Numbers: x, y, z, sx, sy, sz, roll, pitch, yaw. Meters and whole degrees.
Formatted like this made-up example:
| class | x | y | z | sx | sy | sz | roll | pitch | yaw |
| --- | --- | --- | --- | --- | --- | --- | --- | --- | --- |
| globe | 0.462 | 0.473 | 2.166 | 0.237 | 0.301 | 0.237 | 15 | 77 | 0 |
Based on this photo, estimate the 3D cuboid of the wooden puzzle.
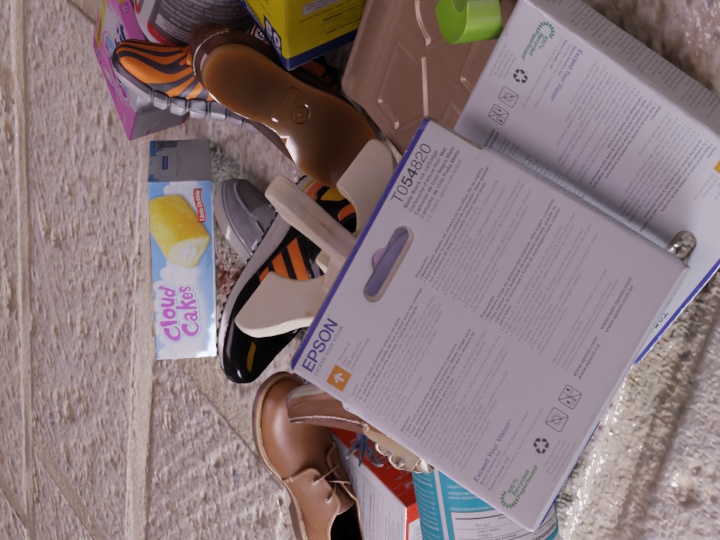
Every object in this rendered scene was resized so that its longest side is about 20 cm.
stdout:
| class | x | y | z | sx | sy | sz | roll | pitch | yaw |
| --- | --- | --- | --- | --- | --- | --- | --- | --- | --- |
| wooden puzzle | 0.078 | -0.142 | 0.962 | 0.200 | 0.046 | 0.186 | 50 | 141 | 25 |

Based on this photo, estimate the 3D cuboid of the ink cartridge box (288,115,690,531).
| class | x | y | z | sx | sy | sz | roll | pitch | yaw |
| --- | --- | --- | --- | --- | --- | --- | --- | --- | --- |
| ink cartridge box | 0.082 | 0.032 | 0.849 | 0.199 | 0.041 | 0.201 | 32 | 98 | 15 |

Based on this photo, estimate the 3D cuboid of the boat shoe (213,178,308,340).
| class | x | y | z | sx | sy | sz | roll | pitch | yaw |
| --- | --- | --- | --- | --- | --- | --- | --- | --- | --- |
| boat shoe | -0.073 | -0.026 | 1.232 | 0.072 | 0.070 | 0.202 | -49 | 56 | 27 |

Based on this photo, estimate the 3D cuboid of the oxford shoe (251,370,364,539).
| class | x | y | z | sx | sy | sz | roll | pitch | yaw |
| --- | --- | --- | --- | --- | --- | --- | --- | --- | --- |
| oxford shoe | -0.036 | 0.174 | 1.126 | 0.071 | 0.071 | 0.202 | 20 | 139 | 47 |

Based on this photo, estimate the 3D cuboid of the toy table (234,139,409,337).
| class | x | y | z | sx | sy | sz | roll | pitch | yaw |
| --- | --- | --- | --- | --- | --- | --- | --- | --- | --- |
| toy table | 0.000 | 0.000 | 0.999 | 0.116 | 0.184 | 0.201 | 33 | 159 | 25 |

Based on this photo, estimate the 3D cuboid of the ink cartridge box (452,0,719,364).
| class | x | y | z | sx | sy | sz | roll | pitch | yaw |
| --- | --- | --- | --- | --- | --- | --- | --- | --- | --- |
| ink cartridge box | 0.155 | -0.061 | 0.859 | 0.199 | 0.043 | 0.197 | 37 | 139 | 8 |

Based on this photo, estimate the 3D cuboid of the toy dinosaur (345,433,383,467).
| class | x | y | z | sx | sy | sz | roll | pitch | yaw |
| --- | --- | --- | --- | --- | --- | --- | --- | --- | --- |
| toy dinosaur | 0.040 | 0.106 | 1.135 | 0.181 | 0.200 | 0.105 | 44 | 102 | 6 |

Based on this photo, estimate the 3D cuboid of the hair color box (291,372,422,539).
| class | x | y | z | sx | sy | sz | roll | pitch | yaw |
| --- | --- | --- | --- | --- | --- | --- | --- | --- | --- |
| hair color box | 0.004 | 0.184 | 1.196 | 0.200 | 0.063 | 0.112 | 39 | 142 | 40 |

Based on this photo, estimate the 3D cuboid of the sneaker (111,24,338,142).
| class | x | y | z | sx | sy | sz | roll | pitch | yaw |
| --- | --- | --- | --- | --- | --- | --- | --- | --- | --- |
| sneaker | -0.112 | -0.189 | 1.123 | 0.078 | 0.197 | 0.113 | -91 | 20 | -50 |

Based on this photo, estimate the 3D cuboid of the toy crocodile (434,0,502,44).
| class | x | y | z | sx | sy | sz | roll | pitch | yaw |
| --- | --- | --- | --- | --- | --- | --- | --- | --- | --- |
| toy crocodile | 0.067 | -0.241 | 0.863 | 0.062 | 0.066 | 0.203 | 113 | 159 | -70 |

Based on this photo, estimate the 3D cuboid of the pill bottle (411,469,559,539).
| class | x | y | z | sx | sy | sz | roll | pitch | yaw |
| --- | --- | --- | --- | --- | --- | --- | --- | --- | --- |
| pill bottle | 0.096 | 0.171 | 1.012 | 0.110 | 0.110 | 0.203 | 9 | 111 | 55 |

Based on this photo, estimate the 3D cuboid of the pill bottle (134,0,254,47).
| class | x | y | z | sx | sy | sz | roll | pitch | yaw |
| --- | --- | --- | --- | --- | --- | --- | --- | --- | --- |
| pill bottle | -0.124 | -0.286 | 1.132 | 0.115 | 0.113 | 0.200 | 60 | 145 | 19 |

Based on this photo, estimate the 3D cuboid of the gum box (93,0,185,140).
| class | x | y | z | sx | sy | sz | roll | pitch | yaw |
| --- | --- | --- | --- | --- | --- | --- | --- | --- | --- |
| gum box | -0.217 | -0.223 | 1.305 | 0.115 | 0.065 | 0.200 | 68 | 162 | 6 |

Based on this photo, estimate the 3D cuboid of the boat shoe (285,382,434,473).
| class | x | y | z | sx | sy | sz | roll | pitch | yaw |
| --- | --- | --- | --- | --- | --- | --- | --- | --- | --- |
| boat shoe | 0.036 | 0.108 | 0.916 | 0.197 | 0.076 | 0.073 | -3 | 85 | 25 |

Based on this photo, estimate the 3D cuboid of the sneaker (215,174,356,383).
| class | x | y | z | sx | sy | sz | roll | pitch | yaw |
| --- | --- | --- | --- | --- | --- | --- | --- | --- | --- |
| sneaker | -0.051 | 0.015 | 1.126 | 0.089 | 0.070 | 0.202 | 24 | 83 | 32 |

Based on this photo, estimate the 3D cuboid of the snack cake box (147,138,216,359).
| class | x | y | z | sx | sy | sz | roll | pitch | yaw |
| --- | --- | --- | --- | --- | --- | --- | --- | --- | --- |
| snack cake box | -0.185 | -0.023 | 1.350 | 0.115 | 0.066 | 0.203 | -108 | 17 | -63 |

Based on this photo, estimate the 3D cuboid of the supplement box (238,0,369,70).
| class | x | y | z | sx | sy | sz | roll | pitch | yaw |
| --- | --- | --- | --- | --- | --- | --- | --- | --- | --- |
| supplement box | -0.038 | -0.271 | 0.966 | 0.109 | 0.109 | 0.201 | 54 | 160 | 27 |

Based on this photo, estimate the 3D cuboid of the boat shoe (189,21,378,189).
| class | x | y | z | sx | sy | sz | roll | pitch | yaw |
| --- | --- | --- | --- | --- | --- | --- | --- | --- | --- |
| boat shoe | -0.060 | -0.139 | 1.069 | 0.070 | 0.199 | 0.070 | -46 | 39 | 8 |
